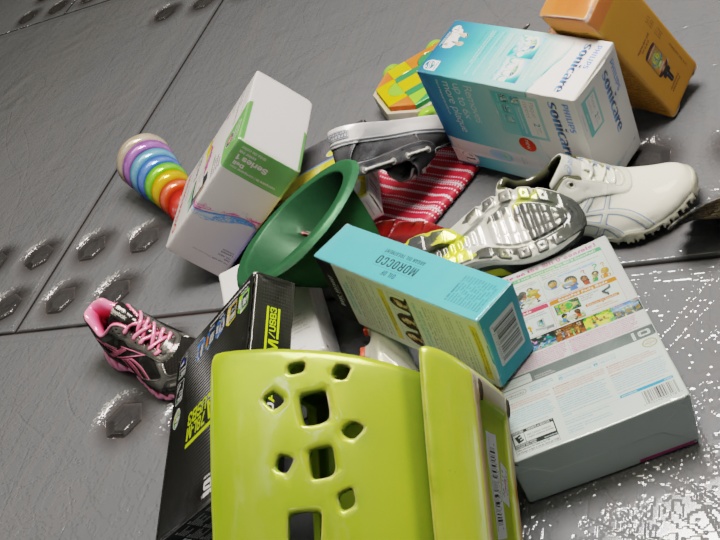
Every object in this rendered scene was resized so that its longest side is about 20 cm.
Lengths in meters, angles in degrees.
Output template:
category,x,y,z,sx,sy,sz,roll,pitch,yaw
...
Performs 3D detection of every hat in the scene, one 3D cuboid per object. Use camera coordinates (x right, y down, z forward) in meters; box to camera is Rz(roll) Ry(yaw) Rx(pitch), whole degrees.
category,x,y,z,sx,sy,sz,roll,pitch,yaw
hat,0.000,0.000,0.970,0.199,0.176,0.166,-34,25,31

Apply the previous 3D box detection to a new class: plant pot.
category,x,y,z,sx,sy,sz,roll,pitch,yaw
plant pot,0.015,0.160,0.679,0.179,0.199,0.202,-9,72,16

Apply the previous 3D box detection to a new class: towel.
category,x,y,z,sx,sy,sz,roll,pitch,yaw
towel,0.045,-0.088,1.113,0.144,0.023,0.200,18,59,43

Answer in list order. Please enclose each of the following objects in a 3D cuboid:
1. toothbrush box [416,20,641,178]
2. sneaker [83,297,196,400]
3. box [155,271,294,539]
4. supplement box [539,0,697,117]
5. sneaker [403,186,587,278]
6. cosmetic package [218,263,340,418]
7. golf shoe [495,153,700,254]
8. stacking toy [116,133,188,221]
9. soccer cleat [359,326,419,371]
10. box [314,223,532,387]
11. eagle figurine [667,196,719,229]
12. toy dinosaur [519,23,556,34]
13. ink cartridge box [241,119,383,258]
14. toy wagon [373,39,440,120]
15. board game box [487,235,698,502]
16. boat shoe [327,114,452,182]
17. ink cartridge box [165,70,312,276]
category,x,y,z,sx,sy,sz,roll,pitch,yaw
toothbrush box,0.179,-0.173,0.999,0.199,0.147,0.086,21,66,39
sneaker,-0.244,0.079,1.064,0.199,0.096,0.079,12,53,40
box,-0.123,0.131,0.848,0.200,0.047,0.195,-43,35,48
supplement box,0.271,-0.236,0.976,0.069,0.199,0.067,22,85,50
sneaker,0.127,-0.020,0.919,0.198,0.084,0.075,-18,65,24
cosmetic package,-0.083,0.062,0.993,0.101,0.074,0.201,-26,36,6
golf shoe,0.226,-0.075,0.918,0.198,0.098,0.079,-18,38,14
stacking toy,-0.271,-0.117,1.316,0.085,0.086,0.200,-37,43,-9
soccer cleat,0.043,0.119,0.857,0.077,0.070,0.201,-9,43,5
box,0.051,0.026,0.826,0.199,0.083,0.049,22,57,43
eagle figurine,0.384,-0.084,0.824,0.201,0.150,0.152,-62,-5,6
toy dinosaur,0.262,-0.258,1.063,0.200,0.136,0.086,-44,39,-17
ink cartridge box,-0.070,-0.084,1.140,0.198,0.047,0.198,-25,32,13
toy wagon,0.115,-0.260,1.242,0.199,0.040,0.156,-30,38,1
board game box,0.179,0.078,0.807,0.146,0.065,0.201,-22,40,10
boat shoe,0.049,-0.134,1.066,0.199,0.069,0.071,-13,1,-44
ink cartridge box,-0.147,-0.114,1.142,0.200,0.083,0.146,-48,24,36
